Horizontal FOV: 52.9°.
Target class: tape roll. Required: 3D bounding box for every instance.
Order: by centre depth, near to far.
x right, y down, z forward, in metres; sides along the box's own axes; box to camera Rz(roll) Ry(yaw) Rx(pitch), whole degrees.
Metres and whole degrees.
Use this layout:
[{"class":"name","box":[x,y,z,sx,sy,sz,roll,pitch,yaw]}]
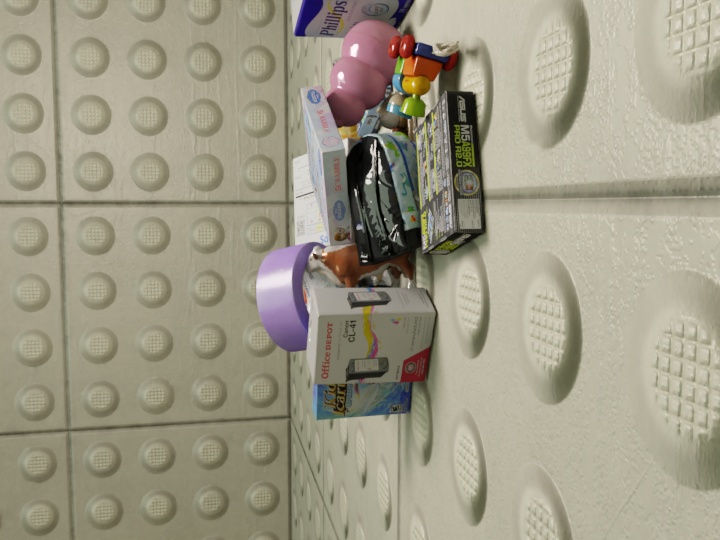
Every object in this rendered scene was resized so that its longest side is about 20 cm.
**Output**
[{"class":"tape roll","box":[-0.105,0.050,1.379,0.200,0.084,0.202,30,-125,-55]}]

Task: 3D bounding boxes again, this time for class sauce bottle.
[{"class":"sauce bottle","box":[-0.035,-0.387,1.665,0.066,0.065,0.201,-107,6,-53]}]

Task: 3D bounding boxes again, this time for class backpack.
[{"class":"backpack","box":[0.046,-0.127,1.192,0.163,0.153,0.201,-21,93,58]}]

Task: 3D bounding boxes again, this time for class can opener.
[{"class":"can opener","box":[0.000,0.000,1.475,0.199,0.067,0.053,0,128,46]}]

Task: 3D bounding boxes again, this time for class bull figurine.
[{"class":"bull figurine","box":[0.003,-0.005,1.306,0.065,0.198,0.122,-92,-14,-84]}]

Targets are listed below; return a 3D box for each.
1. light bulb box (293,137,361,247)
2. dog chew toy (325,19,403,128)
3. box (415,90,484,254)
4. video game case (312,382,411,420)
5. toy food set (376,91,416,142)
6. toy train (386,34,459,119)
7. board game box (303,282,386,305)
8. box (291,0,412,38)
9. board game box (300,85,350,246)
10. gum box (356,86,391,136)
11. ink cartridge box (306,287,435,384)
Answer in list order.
[{"class":"light bulb box","box":[-0.035,-0.142,1.464,0.197,0.124,0.202,-8,82,52]},{"class":"dog chew toy","box":[0.002,-0.348,1.307,0.201,0.124,0.124,-61,10,-6]},{"class":"box","box":[0.125,-0.136,1.049,0.160,0.044,0.202,137,131,-75]},{"class":"video game case","box":[0.005,0.170,1.318,0.045,0.179,0.202,-125,36,-69]},{"class":"toy food set","box":[0.057,-0.212,1.331,0.143,0.060,0.202,169,100,-78]},{"class":"toy train","box":[0.090,-0.277,1.059,0.200,0.084,0.117,-126,49,-70]},{"class":"board game box","box":[-0.039,0.027,1.577,0.199,0.056,0.197,-34,50,33]},{"class":"box","box":[-0.021,-0.513,1.336,0.184,0.198,0.106,154,114,-77]},{"class":"board game box","box":[-0.060,-0.182,1.260,0.201,0.041,0.200,87,169,-45]},{"class":"gum box","box":[0.021,-0.410,1.523,0.170,0.044,0.202,129,138,-72]},{"class":"ink cartridge box","box":[0.015,0.110,1.219,0.086,0.198,0.149,-112,24,-58]}]
